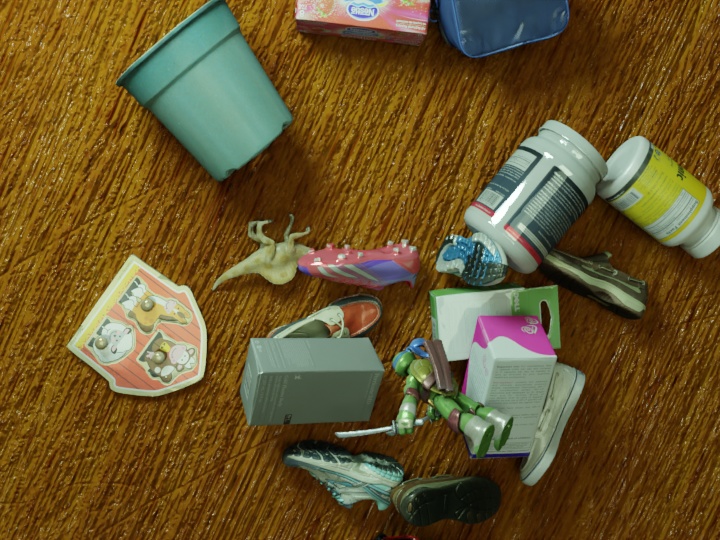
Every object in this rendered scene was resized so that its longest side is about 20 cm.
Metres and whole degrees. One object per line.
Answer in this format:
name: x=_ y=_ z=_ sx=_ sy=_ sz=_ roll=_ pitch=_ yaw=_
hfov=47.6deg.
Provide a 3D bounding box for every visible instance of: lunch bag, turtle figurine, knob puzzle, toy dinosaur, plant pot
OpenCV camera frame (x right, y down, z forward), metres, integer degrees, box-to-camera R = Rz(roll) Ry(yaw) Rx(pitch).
lunch bag: x=0.196 y=-0.405 z=1.219 sx=0.196 sy=0.133 sz=0.138 roll=-14 pitch=115 yaw=-3
turtle figurine: x=0.107 y=0.219 z=1.178 sx=0.192 sy=0.144 sz=0.201 roll=26 pitch=73 yaw=33
knob puzzle: x=-0.325 y=0.107 z=1.262 sx=0.215 sy=0.030 sz=0.225 roll=-1 pitch=95 yaw=-6
toy dinosaur: x=-0.142 y=-0.027 z=1.255 sx=0.196 sy=0.058 sz=0.103 roll=-12 pitch=98 yaw=-4
plant pot: x=-0.210 y=-0.249 z=1.168 sx=0.199 sy=0.200 sz=0.197 roll=-38 pitch=105 yaw=-1

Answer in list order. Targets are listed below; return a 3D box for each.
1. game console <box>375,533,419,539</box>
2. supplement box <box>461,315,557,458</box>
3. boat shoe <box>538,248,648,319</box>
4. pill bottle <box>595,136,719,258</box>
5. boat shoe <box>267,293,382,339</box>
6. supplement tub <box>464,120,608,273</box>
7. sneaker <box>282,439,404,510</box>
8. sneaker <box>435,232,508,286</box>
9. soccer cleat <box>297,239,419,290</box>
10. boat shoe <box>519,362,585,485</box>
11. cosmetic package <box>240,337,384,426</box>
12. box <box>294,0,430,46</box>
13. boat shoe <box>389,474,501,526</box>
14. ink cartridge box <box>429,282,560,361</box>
game console: x=0.091 y=0.524 z=1.298 sx=0.199 sy=0.119 sz=0.173 roll=41 pitch=90 yaw=-7
supplement box: x=0.218 y=0.177 z=1.245 sx=0.101 sy=0.102 sz=0.203 roll=-1 pitch=125 yaw=-8
boat shoe: x=0.373 y=0.003 z=1.309 sx=0.200 sy=0.075 sz=0.076 roll=28 pitch=78 yaw=-13
pill bottle: x=0.477 y=-0.109 z=1.282 sx=0.199 sy=0.111 sz=0.112 roll=36 pitch=91 yaw=-8
boat shoe: x=-0.055 y=0.092 z=1.272 sx=0.197 sy=0.063 sz=0.072 roll=-19 pitch=95 yaw=-5
supplement tub: x=0.267 y=-0.111 z=1.246 sx=0.140 sy=0.140 sz=0.201 roll=41 pitch=91 yaw=-8
sneaker: x=-0.032 y=0.330 z=1.290 sx=0.196 sy=0.078 sz=0.088 roll=15 pitch=97 yaw=-7
sneaker: x=0.187 y=-0.011 z=1.223 sx=0.085 sy=0.200 sz=0.076 roll=19 pitch=93 yaw=-16
soccer cleat: x=0.000 y=0.000 z=1.257 sx=0.196 sy=0.067 sz=0.078 roll=-6 pitch=112 yaw=-19
boat shoe: x=0.291 y=0.243 z=1.318 sx=0.069 sy=0.071 sz=0.203 roll=25 pitch=90 yaw=-2
cosmetic package: x=-0.073 y=0.165 z=1.225 sx=0.196 sy=0.091 sz=0.108 roll=2 pitch=122 yaw=-20
box: x=0.004 y=-0.402 z=1.212 sx=0.196 sy=0.095 sz=0.102 roll=6 pitch=95 yaw=-4
boat shoe: x=0.135 y=0.358 z=1.304 sx=0.197 sy=0.073 sz=0.077 roll=9 pitch=92 yaw=-31
ink cartridge box: x=0.212 y=0.078 z=1.298 sx=0.196 sy=0.059 sz=0.106 roll=-6 pitch=98 yaw=-5
